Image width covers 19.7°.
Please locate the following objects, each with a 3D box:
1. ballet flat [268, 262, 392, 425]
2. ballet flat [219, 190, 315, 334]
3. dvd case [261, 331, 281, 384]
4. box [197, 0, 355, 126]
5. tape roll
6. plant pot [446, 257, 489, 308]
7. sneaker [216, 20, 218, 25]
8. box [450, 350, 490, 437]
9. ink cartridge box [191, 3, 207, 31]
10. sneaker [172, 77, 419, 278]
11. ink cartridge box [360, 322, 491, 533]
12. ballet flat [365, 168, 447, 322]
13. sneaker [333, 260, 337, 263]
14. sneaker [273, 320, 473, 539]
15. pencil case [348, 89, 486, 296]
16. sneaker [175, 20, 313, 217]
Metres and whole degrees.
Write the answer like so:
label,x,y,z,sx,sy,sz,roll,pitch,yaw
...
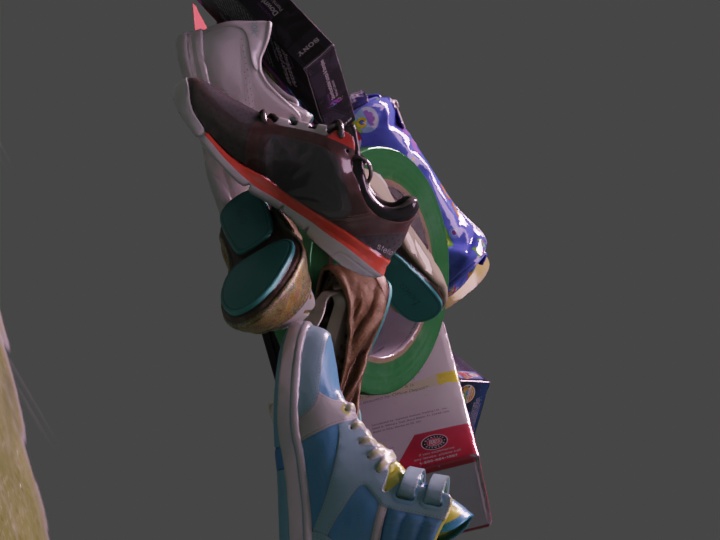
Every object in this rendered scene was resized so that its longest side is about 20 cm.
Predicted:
label,x,y,z,sx,sy,sz,roll,pitch,yaw
ballet flat,-0.030,0.087,1.573,0.072,0.068,0.201,19,83,-39
ballet flat,-0.062,0.005,1.461,0.200,0.070,0.071,-107,-179,-65
dvd case,-0.074,0.021,1.744,0.200,0.017,0.144,-87,161,-80
box,-0.085,-0.206,1.656,0.200,0.036,0.143,49,-7,19
tape roll,0.000,0.000,1.691,0.200,0.048,0.202,1,89,-54
plant pot,0.006,-0.034,1.984,0.200,0.199,0.143,-96,164,-74
sneaker,-0.090,-0.174,1.939,0.200,0.106,0.075,53,-46,13
box,0.043,0.128,2.004,0.200,0.037,0.138,38,-62,54
ink cartridge box,-0.086,-0.123,1.733,0.201,0.050,0.162,-97,164,-54
sneaker,-0.042,-0.084,1.473,0.200,0.082,0.077,39,9,-9
ink cartridge box,0.025,0.144,1.795,0.201,0.144,0.084,-101,176,-55
ballet flat,0.008,-0.036,1.617,0.200,0.069,0.070,54,17,-43
sneaker,-0.044,-0.022,1.847,0.200,0.077,0.086,-135,-141,-62
sneaker,0.009,0.130,1.399,0.080,0.129,0.202,57,29,-76
pencil case,0.038,-0.069,1.871,0.201,0.087,0.078,56,1,-3
sneaker,-0.074,-0.091,1.572,0.075,0.088,0.201,-101,176,-76
